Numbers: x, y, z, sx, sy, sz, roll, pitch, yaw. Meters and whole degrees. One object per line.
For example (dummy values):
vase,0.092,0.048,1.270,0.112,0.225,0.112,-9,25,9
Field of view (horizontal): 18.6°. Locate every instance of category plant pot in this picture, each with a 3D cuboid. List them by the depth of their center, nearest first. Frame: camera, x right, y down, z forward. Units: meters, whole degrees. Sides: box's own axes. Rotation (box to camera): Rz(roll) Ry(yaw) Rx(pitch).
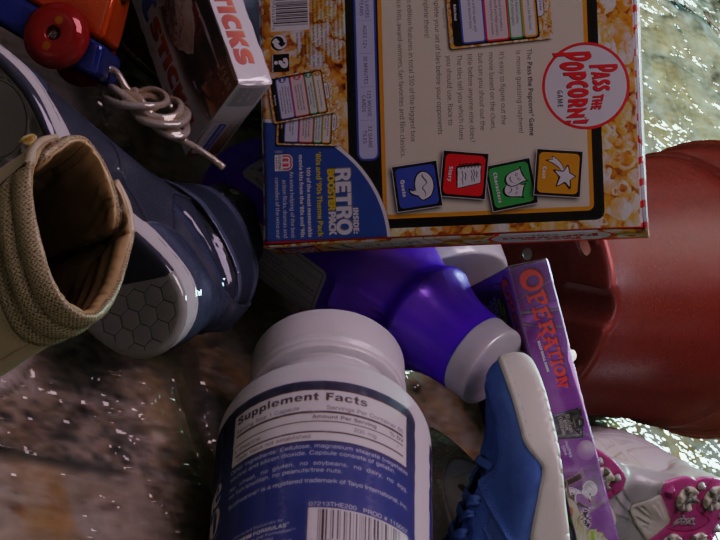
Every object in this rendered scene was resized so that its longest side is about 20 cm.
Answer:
plant pot,0.161,0.012,1.403,0.195,0.201,0.201,0,59,-46

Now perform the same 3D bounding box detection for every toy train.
toy train,-0.127,-0.150,1.144,0.200,0.116,0.085,30,0,6

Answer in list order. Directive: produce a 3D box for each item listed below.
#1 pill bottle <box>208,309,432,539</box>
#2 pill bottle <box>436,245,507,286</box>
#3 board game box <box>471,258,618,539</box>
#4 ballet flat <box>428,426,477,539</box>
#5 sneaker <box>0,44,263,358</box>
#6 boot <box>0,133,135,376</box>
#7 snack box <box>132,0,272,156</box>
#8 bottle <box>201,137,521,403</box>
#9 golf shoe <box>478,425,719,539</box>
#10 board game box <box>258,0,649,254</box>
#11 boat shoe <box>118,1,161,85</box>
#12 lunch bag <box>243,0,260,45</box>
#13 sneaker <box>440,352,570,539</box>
pill bottle,-0.019,0.117,1.099,0.111,0.111,0.200,36,34,-28
pill bottle,0.015,-0.071,1.332,0.119,0.120,0.200,13,49,-49
board game box,0.100,0.100,1.229,0.120,0.032,0.200,142,-65,-79
ballet flat,0.073,0.163,1.233,0.067,0.062,0.200,20,43,-45
sneaker,-0.135,-0.043,1.142,0.202,0.077,0.146,50,20,9
boot,-0.170,-0.021,0.982,0.073,0.155,0.200,33,36,-33
snack box,-0.101,-0.165,1.188,0.024,0.072,0.200,-6,64,-32
bottle,0.000,0.000,1.216,0.200,0.065,0.083,36,28,27
golf shoe,0.137,0.131,1.369,0.200,0.075,0.092,17,15,-38
board game box,0.048,-0.089,1.151,0.046,0.200,0.152,26,63,-80
boat shoe,-0.159,-0.182,1.258,0.202,0.075,0.075,52,36,14
lunch bag,0.022,-0.144,1.222,0.200,0.161,0.082,49,8,7
sneaker,0.052,0.146,1.138,0.077,0.111,0.200,-44,128,-87
